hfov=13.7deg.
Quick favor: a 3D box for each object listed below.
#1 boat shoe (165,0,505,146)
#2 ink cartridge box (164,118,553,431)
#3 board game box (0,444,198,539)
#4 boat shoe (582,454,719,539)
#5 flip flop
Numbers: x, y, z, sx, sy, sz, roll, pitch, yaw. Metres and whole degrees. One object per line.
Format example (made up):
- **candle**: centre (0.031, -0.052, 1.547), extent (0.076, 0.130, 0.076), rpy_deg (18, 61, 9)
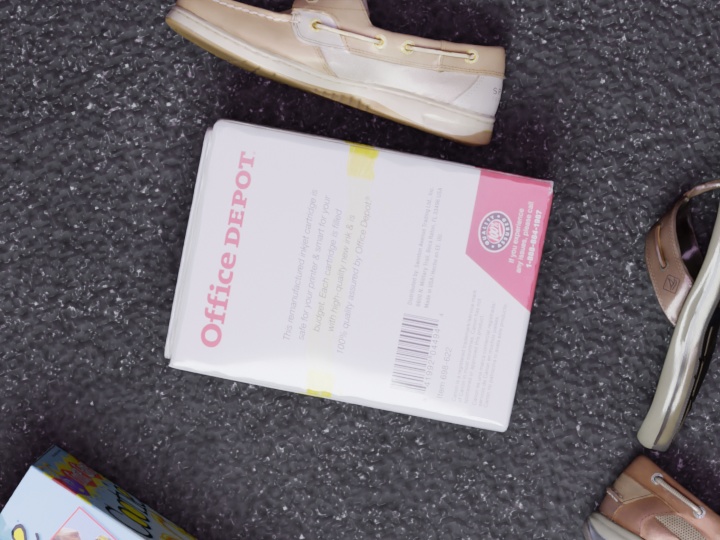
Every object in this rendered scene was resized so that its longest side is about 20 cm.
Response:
- **boat shoe**: centre (-0.011, -0.132, 1.719), extent (0.199, 0.074, 0.070), rpy_deg (19, 91, -9)
- **ink cartridge box**: centre (0.000, 0.000, 1.717), extent (0.199, 0.083, 0.146), rpy_deg (11, 93, 1)
- **board game box**: centre (-0.127, 0.202, 1.724), extent (0.200, 0.103, 0.105), rpy_deg (34, 94, -1)
- **boat shoe**: centre (0.228, 0.171, 1.726), extent (0.199, 0.076, 0.072), rpy_deg (28, 88, 1)
- **flip flop**: centre (0.187, 0.004, 1.723), extent (0.057, 0.081, 0.201), rpy_deg (20, 100, 15)
